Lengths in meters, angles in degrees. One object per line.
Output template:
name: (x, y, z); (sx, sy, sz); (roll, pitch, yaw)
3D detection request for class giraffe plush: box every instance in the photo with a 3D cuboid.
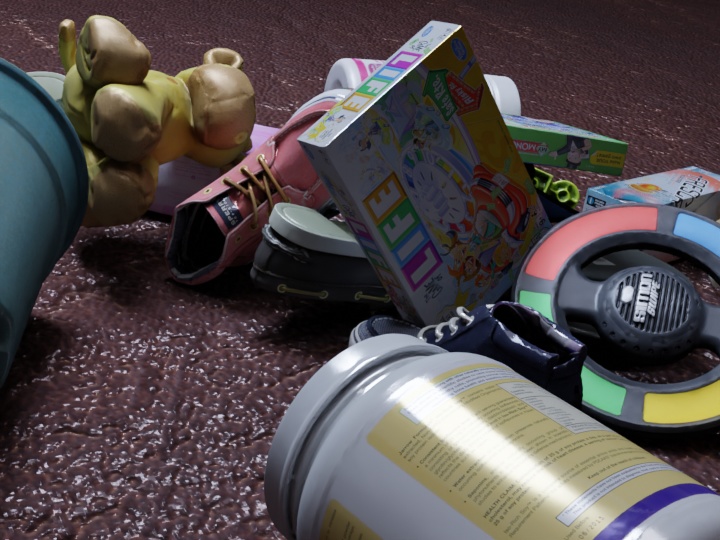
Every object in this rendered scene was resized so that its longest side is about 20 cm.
giraffe plush: (-0.155, -0.122, 0.944); (0.162, 0.173, 0.200); (-3, 19, -26)

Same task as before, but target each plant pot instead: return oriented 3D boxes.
plant pot: (-0.274, -0.014, 0.701); (0.200, 0.200, 0.196); (4, 30, -10)

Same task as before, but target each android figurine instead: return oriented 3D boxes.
android figurine: (0.124, -0.096, 1.114); (0.182, 0.041, 0.200); (25, 1, 9)

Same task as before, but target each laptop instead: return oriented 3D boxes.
laptop: (0.064, -0.047, 1.014); (0.200, 0.103, 0.177); (-26, 6, -8)

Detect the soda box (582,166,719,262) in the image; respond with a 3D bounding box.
soda box: (0.292, -0.052, 1.118); (0.064, 0.068, 0.200); (26, 28, 37)

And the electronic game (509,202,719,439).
electronic game: (0.207, 0.031, 0.829); (0.200, 0.042, 0.200); (-2, 54, 2)

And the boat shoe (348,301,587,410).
boat shoe: (0.070, 0.052, 0.766); (0.075, 0.093, 0.200); (-13, 30, -40)

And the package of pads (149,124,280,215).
package of pads: (-0.167, -0.100, 1.073); (0.200, 0.076, 0.121); (11, 21, 7)

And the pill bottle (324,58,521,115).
pill bottle: (0.067, -0.172, 1.275); (0.200, 0.114, 0.113); (0, 24, -19)

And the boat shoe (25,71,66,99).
boat shoe: (-0.279, -0.159, 1.194); (0.199, 0.075, 0.066); (5, -8, 15)

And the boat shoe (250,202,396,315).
boat shoe: (0.000, 0.000, 0.897); (0.201, 0.061, 0.072); (15, 19, -43)

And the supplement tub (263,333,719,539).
supplement tub: (0.062, 0.125, 0.523); (0.145, 0.146, 0.200); (-11, 29, -38)

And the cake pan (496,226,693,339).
cake pan: (0.187, 0.007, 0.959); (0.200, 0.037, 0.200); (12, 17, -4)

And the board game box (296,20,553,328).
board game box: (0.055, -0.055, 0.825); (0.134, 0.200, 0.034); (-44, 36, -17)

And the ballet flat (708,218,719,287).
ballet flat: (0.351, 0.009, 1.027); (0.065, 0.071, 0.200); (-21, 21, 2)

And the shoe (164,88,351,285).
shoe: (-0.073, -0.058, 0.888); (0.072, 0.200, 0.091); (52, 39, 5)

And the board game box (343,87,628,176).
board game box: (0.095, -0.113, 0.935); (0.200, 0.029, 0.135); (7, 13, -17)
